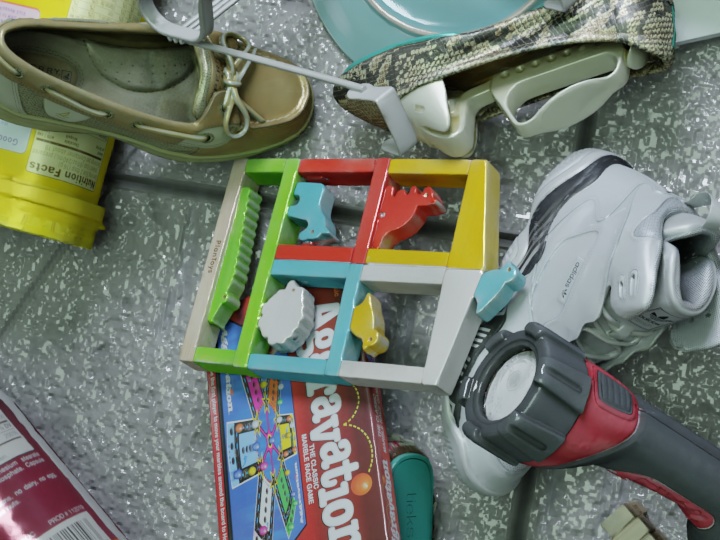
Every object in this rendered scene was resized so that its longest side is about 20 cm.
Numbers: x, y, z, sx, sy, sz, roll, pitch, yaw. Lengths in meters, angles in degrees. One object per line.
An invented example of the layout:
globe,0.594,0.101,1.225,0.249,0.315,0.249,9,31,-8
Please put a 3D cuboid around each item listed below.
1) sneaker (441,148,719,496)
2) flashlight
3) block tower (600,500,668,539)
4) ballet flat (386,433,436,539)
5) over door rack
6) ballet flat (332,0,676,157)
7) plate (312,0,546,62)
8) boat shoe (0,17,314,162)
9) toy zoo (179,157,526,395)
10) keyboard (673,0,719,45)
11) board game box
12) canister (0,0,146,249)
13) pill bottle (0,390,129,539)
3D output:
sneaker,0.120,0.036,0.865,0.115,0.075,0.200,22,87,55
flashlight,0.141,0.100,0.830,0.200,0.068,0.068,34,86,-27
block tower,0.191,0.214,0.863,0.058,0.054,0.200,-43,75,8
ballet flat,0.004,0.191,0.921,0.064,0.076,0.200,-1,79,47
over door rack,-0.006,-0.158,0.868,0.200,0.067,0.148,29,59,35
ballet flat,0.077,-0.103,0.900,0.200,0.068,0.075,-16,59,19
plate,0.058,-0.199,0.955,0.200,0.026,0.200,-1,85,15
boat shoe,-0.114,-0.108,0.926,0.200,0.063,0.073,8,76,-23
toy zoo,0.000,0.000,0.913,0.200,0.020,0.131,2,69,31
keyboard,0.230,-0.165,0.905,0.200,0.011,0.056,-12,87,11
board game box,-0.035,0.096,0.911,0.103,0.019,0.200,-21,56,19
canister,-0.207,-0.127,0.994,0.148,0.087,0.200,15,88,17
pill bottle,-0.225,0.141,0.959,0.114,0.114,0.200,-45,74,8
